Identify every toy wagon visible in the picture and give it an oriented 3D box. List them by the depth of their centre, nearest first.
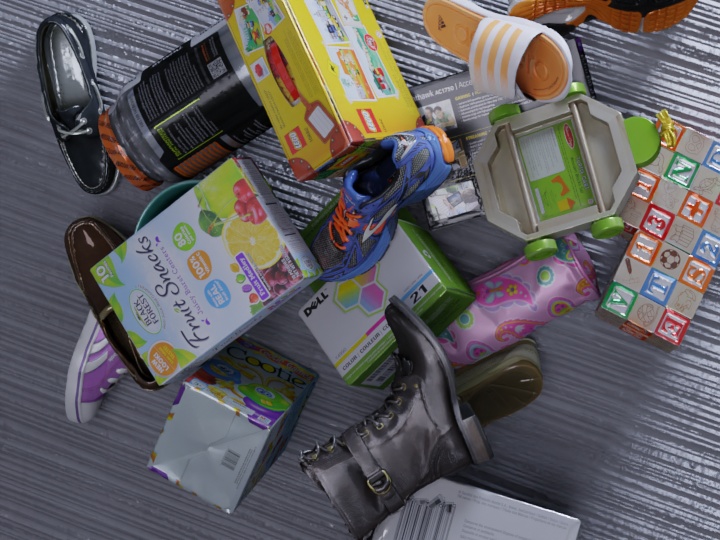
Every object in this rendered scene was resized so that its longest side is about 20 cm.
[{"bbox_3d":[0.212,-0.103,1.498,0.198,0.040,0.157,-17,73,13],"label":"toy wagon"}]

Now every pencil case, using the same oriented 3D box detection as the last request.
[{"bbox_3d":[0.149,0.032,1.590,0.199,0.087,0.088,-27,94,17],"label":"pencil case"}]

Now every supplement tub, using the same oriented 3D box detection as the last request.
[{"bbox_3d":[-0.168,-0.174,1.601,0.199,0.123,0.123,-30,93,15],"label":"supplement tub"}]

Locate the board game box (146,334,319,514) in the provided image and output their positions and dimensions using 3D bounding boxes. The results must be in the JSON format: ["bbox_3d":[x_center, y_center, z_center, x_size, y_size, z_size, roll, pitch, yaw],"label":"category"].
[{"bbox_3d":[-0.131,0.156,1.614,0.102,0.200,0.106,27,106,6],"label":"board game box"}]

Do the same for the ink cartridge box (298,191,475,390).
[{"bbox_3d":[0.000,0.000,1.584,0.148,0.076,0.201,-45,64,17],"label":"ink cartridge box"}]

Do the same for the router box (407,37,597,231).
[{"bbox_3d":[0.148,-0.139,1.575,0.198,0.051,0.151,-14,95,15],"label":"router box"}]

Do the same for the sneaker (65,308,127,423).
[{"bbox_3d":[-0.253,0.092,1.698,0.113,0.073,0.202,22,104,4],"label":"sneaker"}]

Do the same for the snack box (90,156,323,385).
[{"bbox_3d":[-0.155,0.001,1.538,0.199,0.053,0.143,-35,81,20],"label":"snack box"}]

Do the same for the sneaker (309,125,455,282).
[{"bbox_3d":[0.003,-0.068,1.498,0.201,0.078,0.076,-52,56,27],"label":"sneaker"}]

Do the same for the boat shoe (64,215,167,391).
[{"bbox_3d":[-0.252,0.032,1.627,0.074,0.075,0.204,-31,90,2],"label":"boat shoe"}]

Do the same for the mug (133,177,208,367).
[{"bbox_3d":[-0.160,-0.010,1.629,0.152,0.114,0.185,47,108,10],"label":"mug"}]

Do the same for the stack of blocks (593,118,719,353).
[{"bbox_3d":[0.301,-0.035,1.521,0.114,0.059,0.202,26,82,6],"label":"stack of blocks"}]

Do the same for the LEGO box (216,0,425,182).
[{"bbox_3d":[-0.034,-0.198,1.526,0.077,0.148,0.202,-31,78,34],"label":"LEGO box"}]

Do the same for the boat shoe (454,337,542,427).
[{"bbox_3d":[0.104,0.136,1.640,0.200,0.063,0.073,-32,118,22],"label":"boat shoe"}]

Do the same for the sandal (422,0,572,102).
[{"bbox_3d":[0.119,-0.210,1.499,0.206,0.059,0.080,30,136,41],"label":"sandal"}]

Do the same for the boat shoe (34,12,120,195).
[{"bbox_3d":[-0.312,-0.177,1.664,0.075,0.060,0.202,-13,97,14],"label":"boat shoe"}]

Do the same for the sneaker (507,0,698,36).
[{"bbox_3d":[0.238,-0.288,1.519,0.197,0.093,0.076,-4,144,-6],"label":"sneaker"}]

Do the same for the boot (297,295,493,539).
[{"bbox_3d":[0.018,0.145,1.469,0.173,0.069,0.202,-27,91,-1],"label":"boot"}]

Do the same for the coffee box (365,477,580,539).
[{"bbox_3d":[0.101,0.325,1.571,0.198,0.198,0.202,16,81,9],"label":"coffee box"}]
